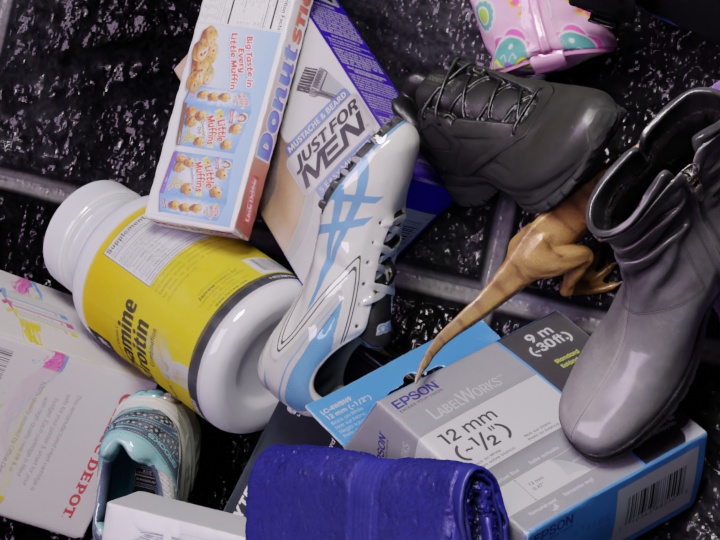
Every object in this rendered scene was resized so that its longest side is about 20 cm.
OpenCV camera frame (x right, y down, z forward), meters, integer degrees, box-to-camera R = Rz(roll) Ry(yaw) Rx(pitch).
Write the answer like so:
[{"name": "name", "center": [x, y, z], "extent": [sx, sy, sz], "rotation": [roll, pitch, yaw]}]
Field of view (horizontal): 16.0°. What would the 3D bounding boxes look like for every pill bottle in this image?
[{"name": "pill bottle", "center": [-0.121, 0.017, 1.712], "extent": [0.200, 0.112, 0.112], "rotation": [33, 103, 37]}]

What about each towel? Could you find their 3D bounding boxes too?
[{"name": "towel", "center": [0.009, 0.177, 1.471], "extent": [0.200, 0.050, 0.148], "rotation": [2, 89, 50]}]

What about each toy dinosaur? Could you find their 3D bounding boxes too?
[{"name": "toy dinosaur", "center": [0.103, -0.007, 1.530], "extent": [0.200, 0.106, 0.060], "rotation": [-45, 63, 2]}]

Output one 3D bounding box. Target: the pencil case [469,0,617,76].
[{"name": "pencil case", "center": [0.097, -0.219, 1.566], "extent": [0.087, 0.087, 0.200], "rotation": [-9, 94, 37]}]

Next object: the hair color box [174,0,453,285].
[{"name": "hair color box", "center": [-0.031, -0.093, 1.690], "extent": [0.109, 0.065, 0.200], "rotation": [-46, 56, 23]}]

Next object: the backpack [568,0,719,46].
[{"name": "backpack", "center": [0.211, -0.213, 1.433], "extent": [0.200, 0.191, 0.154], "rotation": [23, 71, 37]}]

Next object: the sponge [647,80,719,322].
[{"name": "sponge", "center": [0.246, -0.022, 1.481], "extent": [0.112, 0.030, 0.200], "rotation": [-31, 64, 30]}]

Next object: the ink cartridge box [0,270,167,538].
[{"name": "ink cartridge box", "center": [-0.243, 0.083, 1.754], "extent": [0.129, 0.200, 0.125], "rotation": [-61, 29, 14]}]

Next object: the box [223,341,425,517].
[{"name": "box", "center": [-0.005, 0.156, 1.640], "extent": [0.159, 0.046, 0.200], "rotation": [37, 107, 36]}]

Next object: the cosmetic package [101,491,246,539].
[{"name": "cosmetic package", "center": [-0.071, 0.234, 1.594], "extent": [0.200, 0.052, 0.151], "rotation": [11, 99, 20]}]

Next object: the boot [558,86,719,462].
[{"name": "boot", "center": [0.153, 0.000, 1.419], "extent": [0.070, 0.132, 0.200], "rotation": [27, 83, 36]}]

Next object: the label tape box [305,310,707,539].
[{"name": "label tape box", "center": [0.083, 0.089, 1.515], "extent": [0.200, 0.143, 0.066], "rotation": [42, 143, 34]}]

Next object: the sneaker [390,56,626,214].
[{"name": "sneaker", "center": [0.081, -0.086, 1.537], "extent": [0.076, 0.091, 0.200], "rotation": [-55, 22, -20]}]

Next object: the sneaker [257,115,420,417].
[{"name": "sneaker", "center": [0.000, 0.000, 1.585], "extent": [0.072, 0.072, 0.200], "rotation": [27, 110, 15]}]

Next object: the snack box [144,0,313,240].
[{"name": "snack box", "center": [-0.081, -0.122, 1.668], "extent": [0.072, 0.024, 0.200], "rotation": [10, 81, 30]}]

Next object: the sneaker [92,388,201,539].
[{"name": "sneaker", "center": [-0.150, 0.184, 1.694], "extent": [0.078, 0.086, 0.200], "rotation": [0, 104, 16]}]
